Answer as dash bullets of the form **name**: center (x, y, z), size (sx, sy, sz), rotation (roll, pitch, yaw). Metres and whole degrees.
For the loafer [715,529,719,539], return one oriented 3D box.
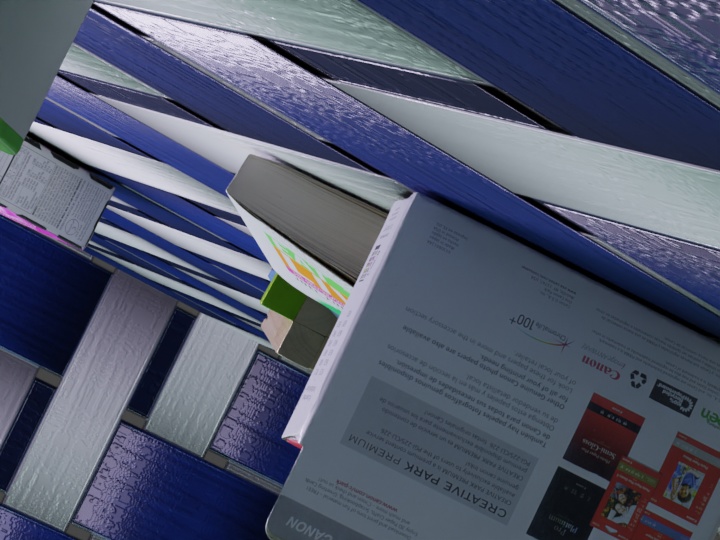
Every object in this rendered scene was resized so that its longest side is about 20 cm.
- **loafer**: center (0.239, 0.180, 1.918), size (0.200, 0.071, 0.073), rotation (50, 163, -30)

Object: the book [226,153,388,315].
- **book**: center (0.000, 0.000, 1.552), size (0.133, 0.048, 0.200), rotation (31, 173, 12)

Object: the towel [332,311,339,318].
- **towel**: center (0.023, 0.039, 1.758), size (0.147, 0.022, 0.200), rotation (50, 169, -16)

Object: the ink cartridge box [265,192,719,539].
- **ink cartridge box**: center (0.071, 0.086, 1.333), size (0.199, 0.176, 0.084), rotation (27, 175, -5)

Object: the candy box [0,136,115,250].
- **candy box**: center (-0.304, -0.092, 2.154), size (0.136, 0.061, 0.200), rotation (23, 174, 43)

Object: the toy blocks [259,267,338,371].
- **toy blocks**: center (0.008, 0.051, 1.939), size (0.199, 0.100, 0.137), rotation (27, -173, -15)

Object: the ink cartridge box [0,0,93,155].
- **ink cartridge box**: center (-0.206, -0.130, 1.016), size (0.199, 0.084, 0.146), rotation (26, 176, 6)
